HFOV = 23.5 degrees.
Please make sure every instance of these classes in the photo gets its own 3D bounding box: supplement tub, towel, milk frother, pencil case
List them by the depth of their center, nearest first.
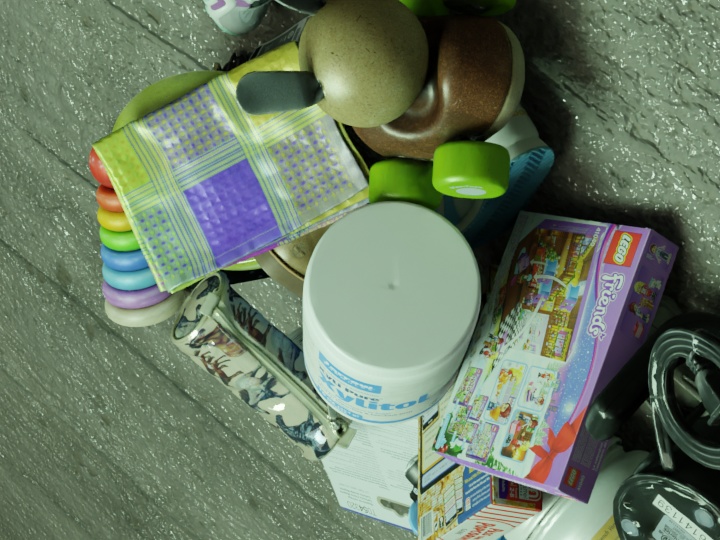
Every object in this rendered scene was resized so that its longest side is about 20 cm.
[{"bbox_3d":[0.269,0.096,1.150,0.181,0.188,0.200,50,147,3],"label":"milk frother"},{"bbox_3d":[0.020,0.038,1.315,0.132,0.132,0.200,46,169,11],"label":"supplement tub"},{"bbox_3d":[-0.099,-0.082,1.373,0.023,0.199,0.145,-51,-63,-80],"label":"towel"},{"bbox_3d":[0.226,0.236,1.380,0.200,0.144,0.145,43,147,16],"label":"supplement tub"},{"bbox_3d":[-0.086,0.088,1.574,0.200,0.078,0.089,44,154,-23],"label":"pencil case"}]

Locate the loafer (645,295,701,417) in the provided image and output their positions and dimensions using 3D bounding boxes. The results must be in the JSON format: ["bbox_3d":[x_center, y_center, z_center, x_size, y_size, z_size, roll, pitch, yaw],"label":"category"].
[{"bbox_3d":[0.252,0.112,1.297,0.200,0.070,0.070,52,148,3],"label":"loafer"}]

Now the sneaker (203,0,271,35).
[{"bbox_3d":[-0.053,-0.235,1.350,0.140,0.078,0.201,40,146,21],"label":"sneaker"}]

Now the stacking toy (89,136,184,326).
[{"bbox_3d":[-0.239,-0.045,1.773,0.085,0.085,0.201,21,132,40],"label":"stacking toy"}]

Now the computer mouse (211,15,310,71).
[{"bbox_3d":[-0.074,-0.156,1.450,0.044,0.110,0.199,38,147,-26],"label":"computer mouse"}]

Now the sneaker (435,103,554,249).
[{"bbox_3d":[0.085,-0.071,1.347,0.081,0.076,0.200,62,150,17],"label":"sneaker"}]

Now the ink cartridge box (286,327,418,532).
[{"bbox_3d":[0.024,0.158,1.661,0.196,0.043,0.201,10,129,47],"label":"ink cartridge box"}]

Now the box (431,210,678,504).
[{"bbox_3d":[0.142,0.060,1.282,0.039,0.201,0.136,28,170,-38],"label":"box"}]

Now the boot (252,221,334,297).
[{"bbox_3d":[0.000,0.000,1.457,0.200,0.076,0.074,30,-161,-45],"label":"boot"}]

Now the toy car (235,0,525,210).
[{"bbox_3d":[-0.001,-0.142,1.206,0.157,0.199,0.166,-11,73,55],"label":"toy car"}]

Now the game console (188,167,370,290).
[{"bbox_3d":[-0.051,-0.016,1.529,0.201,0.169,0.119,108,145,-52],"label":"game console"}]

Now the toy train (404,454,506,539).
[{"bbox_3d":[0.130,0.223,1.519,0.200,0.114,0.087,45,150,13],"label":"toy train"}]

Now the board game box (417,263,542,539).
[{"bbox_3d":[0.094,0.117,1.412,0.152,0.046,0.202,134,142,-58],"label":"board game box"}]

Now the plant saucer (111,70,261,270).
[{"bbox_3d":[-0.116,-0.073,1.440,0.198,0.031,0.201,5,129,6],"label":"plant saucer"}]
